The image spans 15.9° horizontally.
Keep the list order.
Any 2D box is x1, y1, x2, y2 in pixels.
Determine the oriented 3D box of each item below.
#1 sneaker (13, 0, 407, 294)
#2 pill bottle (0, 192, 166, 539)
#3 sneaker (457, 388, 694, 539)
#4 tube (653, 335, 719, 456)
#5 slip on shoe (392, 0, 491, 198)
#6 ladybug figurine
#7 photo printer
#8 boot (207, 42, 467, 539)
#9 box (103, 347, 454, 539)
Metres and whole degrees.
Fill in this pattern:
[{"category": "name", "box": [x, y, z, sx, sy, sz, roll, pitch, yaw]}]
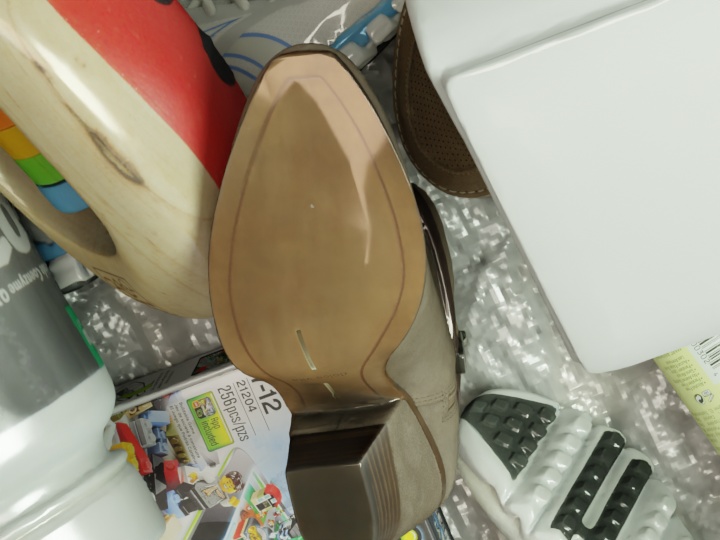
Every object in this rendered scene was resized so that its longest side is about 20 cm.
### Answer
[{"category": "sneaker", "box": [-0.061, -0.078, 0.938, 0.200, 0.075, 0.087, -36, 94, 14]}, {"category": "pill bottle", "box": [-0.159, 0.030, 0.926, 0.113, 0.113, 0.201, -28, 95, 13]}, {"category": "sneaker", "box": [0.101, 0.132, 0.981, 0.200, 0.075, 0.081, 46, 133, 1]}, {"category": "tube", "box": [0.166, 0.071, 0.947, 0.052, 0.058, 0.200, -37, 93, -14]}, {"category": "slip on shoe", "box": [0.050, -0.087, 0.838, 0.076, 0.061, 0.200, 46, 141, 8]}, {"category": "ladybug figurine", "box": [-0.096, -0.065, 0.854, 0.072, 0.136, 0.200, -49, 121, -16]}, {"category": "photo printer", "box": [0.131, -0.062, 0.773, 0.199, 0.070, 0.167, -20, 138, 9]}, {"category": "boot", "box": [0.000, 0.000, 0.882, 0.070, 0.146, 0.201, 3, 113, 11]}, {"category": "box", "box": [-0.016, 0.123, 1.006, 0.110, 0.035, 0.201, -21, 102, 11]}]
